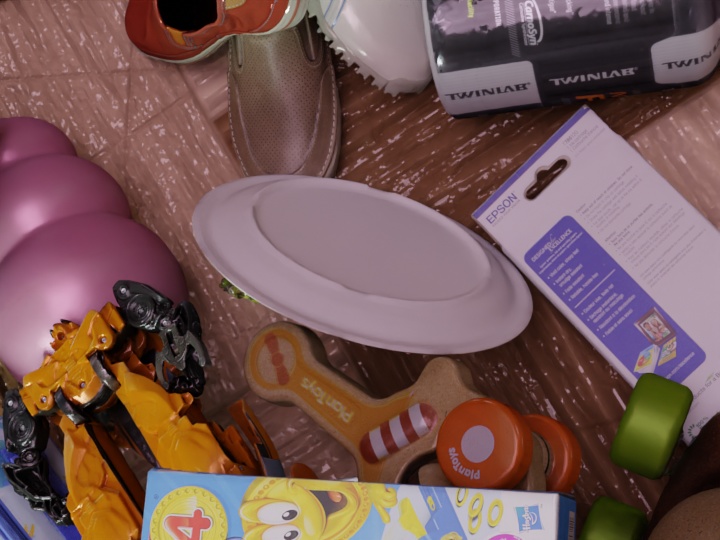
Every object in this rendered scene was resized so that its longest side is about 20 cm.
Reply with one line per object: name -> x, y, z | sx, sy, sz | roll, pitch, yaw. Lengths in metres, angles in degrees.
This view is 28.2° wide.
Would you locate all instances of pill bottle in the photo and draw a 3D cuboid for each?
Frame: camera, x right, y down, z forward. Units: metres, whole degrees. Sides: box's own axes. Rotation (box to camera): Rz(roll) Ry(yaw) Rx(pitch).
pill bottle -> 0.142, -0.152, 0.831 | 0.199, 0.106, 0.107 | -6, 80, 14

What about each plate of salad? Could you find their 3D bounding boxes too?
plate of salad -> 0.000, 0.000, 0.818 | 0.200, 0.200, 0.048 | 27, 118, 18

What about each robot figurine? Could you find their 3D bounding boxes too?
robot figurine -> -0.115, 0.103, 0.777 | 0.145, 0.058, 0.200 | -43, 59, 9

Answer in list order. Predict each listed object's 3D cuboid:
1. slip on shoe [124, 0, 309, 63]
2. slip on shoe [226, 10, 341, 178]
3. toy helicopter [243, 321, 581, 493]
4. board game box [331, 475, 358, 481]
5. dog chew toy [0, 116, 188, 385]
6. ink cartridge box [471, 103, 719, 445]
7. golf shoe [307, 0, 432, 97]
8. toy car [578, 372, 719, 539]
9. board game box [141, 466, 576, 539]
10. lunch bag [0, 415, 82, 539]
slip on shoe -> -0.104, -0.169, 0.884 | 0.200, 0.061, 0.074 | 5, 96, 58
slip on shoe -> -0.052, -0.140, 0.911 | 0.076, 0.061, 0.201 | 0, 82, 16
toy helicopter -> 0.007, 0.097, 0.757 | 0.200, 0.079, 0.133 | 34, 97, 33
board game box -> 0.013, 0.170, 0.823 | 0.199, 0.105, 0.103 | -11, 79, 15
dog chew toy -> -0.191, -0.015, 0.907 | 0.124, 0.125, 0.200 | -35, 66, 9
ink cartridge box -> 0.167, 0.006, 0.838 | 0.099, 0.039, 0.200 | -43, 74, 6
golf shoe -> 0.007, -0.207, 0.869 | 0.097, 0.078, 0.201 | -25, 89, 44
toy car -> 0.182, 0.164, 0.709 | 0.164, 0.200, 0.158 | 21, 114, 14
board game box -> -0.007, 0.195, 0.649 | 0.195, 0.056, 0.201 | 0, 78, 16
lunch bag -> -0.190, 0.192, 0.850 | 0.200, 0.082, 0.161 | 46, 134, 21
